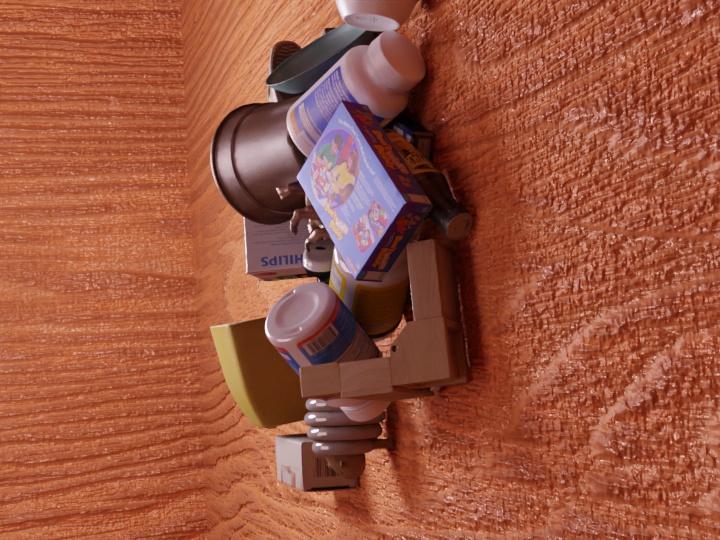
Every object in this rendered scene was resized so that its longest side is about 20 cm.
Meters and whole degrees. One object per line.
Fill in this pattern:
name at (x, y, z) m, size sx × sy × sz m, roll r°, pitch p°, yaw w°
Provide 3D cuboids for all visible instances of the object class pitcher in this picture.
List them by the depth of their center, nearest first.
pitcher at (0.029, -0.429, 1.586) m, size 0.172 × 0.121 × 0.200 m, roll 54°, pitch -137°, yaw -83°

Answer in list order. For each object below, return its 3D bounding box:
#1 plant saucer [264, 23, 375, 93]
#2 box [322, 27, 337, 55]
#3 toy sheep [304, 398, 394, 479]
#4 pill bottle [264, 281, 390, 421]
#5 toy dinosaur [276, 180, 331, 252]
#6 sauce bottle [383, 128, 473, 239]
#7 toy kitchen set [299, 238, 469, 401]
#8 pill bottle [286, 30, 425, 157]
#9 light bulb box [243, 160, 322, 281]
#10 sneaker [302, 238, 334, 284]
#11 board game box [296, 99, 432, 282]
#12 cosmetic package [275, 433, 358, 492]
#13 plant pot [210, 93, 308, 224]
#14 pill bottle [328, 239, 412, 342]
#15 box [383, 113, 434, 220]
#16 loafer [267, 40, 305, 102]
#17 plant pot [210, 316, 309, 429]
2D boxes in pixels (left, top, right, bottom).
plant saucer at (-0.053, -0.325, 1.773) m, size 0.036 × 0.200 × 0.200 m, roll 58°, pitch 173°, yaw -21°
box at (-0.041, -0.276, 1.921) m, size 0.200 × 0.048 × 0.159 m, roll 107°, pitch 154°, yaw -49°
toy sheep at (-0.021, 0.219, 1.776) m, size 0.138 × 0.138 × 0.200 m, roll 149°, pitch 117°, yaw -71°
pill bottle at (-0.036, 0.119, 1.608) m, size 0.200 × 0.112 × 0.112 m, roll 54°, pitch -176°, yaw -34°
toy dinosaur at (-0.034, -0.096, 1.669) m, size 0.200 × 0.135 × 0.086 m, roll 53°, pitch -165°, yaw -44°
sauce bottle at (0.076, -0.110, 1.489) m, size 0.200 × 0.066 × 0.066 m, roll 48°, pitch 140°, yaw 40°
toy kitchen set at (0.040, 0.076, 1.518) m, size 0.163 × 0.200 × 0.181 m, roll 22°, pitch -119°, yaw -66°
pill bottle at (-0.003, -0.241, 1.611) m, size 0.200 × 0.112 × 0.112 m, roll -36°, pitch 54°, yaw 39°
light bulb box at (-0.130, -0.090, 2.016) m, size 0.198 × 0.125 × 0.200 m, roll 45°, pitch -140°, yaw -84°
sneaker at (-0.041, 0.009, 1.769) m, size 0.200 × 0.073 × 0.112 m, roll -52°, pitch -32°, yaw -70°
board game box at (0.001, -0.103, 1.491) m, size 0.135 × 0.045 × 0.200 m, roll -56°, pitch 47°, yaw 32°
cosmetic package at (-0.080, 0.336, 2.040) m, size 0.200 × 0.103 × 0.087 m, roll 165°, pitch 103°, yaw -74°
plant pot at (-0.099, -0.186, 1.794) m, size 0.198 × 0.200 × 0.201 m, roll -13°, pitch 79°, yaw 54°
pill bottle at (0.015, 0.003, 1.627) m, size 0.200 × 0.114 × 0.114 m, roll 100°, pitch 160°, yaw -52°
box at (0.053, -0.158, 1.648) m, size 0.200 × 0.032 × 0.121 m, roll -133°, pitch 43°, yaw -63°
loafer at (-0.125, -0.294, 1.982) m, size 0.068 × 0.076 × 0.200 m, roll 149°, pitch 117°, yaw -65°
plant pot at (-0.151, 0.181, 2.120) m, size 0.194 × 0.195 × 0.200 m, roll 166°, pitch 95°, yaw -73°
